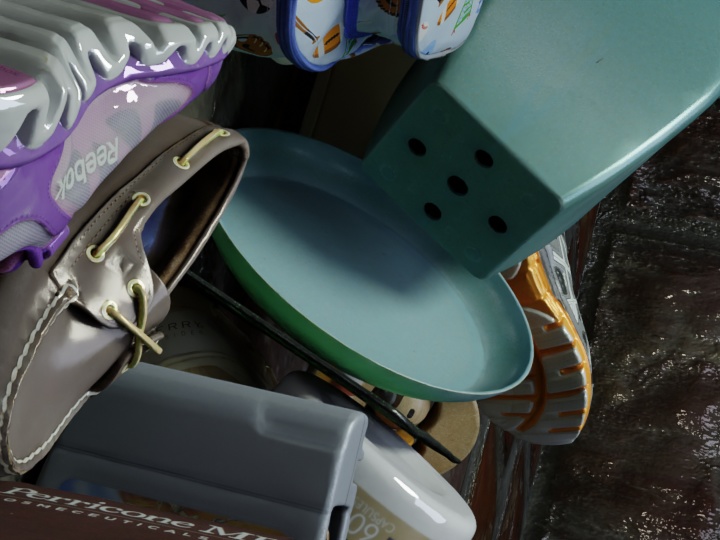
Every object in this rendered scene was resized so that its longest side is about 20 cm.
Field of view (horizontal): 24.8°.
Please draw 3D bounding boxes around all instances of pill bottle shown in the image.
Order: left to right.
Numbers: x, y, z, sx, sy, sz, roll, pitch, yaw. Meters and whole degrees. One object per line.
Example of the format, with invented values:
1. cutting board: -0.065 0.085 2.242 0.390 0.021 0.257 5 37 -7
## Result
1. pill bottle: -0.051 0.153 0.731 0.200 0.111 0.111 -50 168 3

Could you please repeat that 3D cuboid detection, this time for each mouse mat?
1. mouse mat: -0.027 0.042 0.796 0.008 0.161 0.200 -55 165 -5

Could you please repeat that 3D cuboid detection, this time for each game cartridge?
1. game cartridge: -0.081 0.142 0.665 0.042 0.133 0.200 35 67 -74

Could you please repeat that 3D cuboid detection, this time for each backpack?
1. backpack: -0.014 -0.171 0.720 0.190 0.154 0.200 -30 132 -61

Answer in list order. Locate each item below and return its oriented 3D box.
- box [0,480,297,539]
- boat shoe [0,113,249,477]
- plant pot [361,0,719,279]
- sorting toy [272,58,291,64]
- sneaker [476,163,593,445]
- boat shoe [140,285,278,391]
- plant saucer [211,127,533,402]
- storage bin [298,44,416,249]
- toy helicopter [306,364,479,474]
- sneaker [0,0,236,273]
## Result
1. box: -0.100 0.172 0.532 0.200 0.166 0.164 2 97 -78
2. boat shoe: -0.101 0.004 0.641 0.200 0.059 0.072 -67 163 -46
3. plant pot: 0.101 -0.099 0.875 0.200 0.141 0.141 -46 180 -36
4. sorting toy: 0.000 -0.239 0.890 0.200 0.107 0.180 -63 140 -54
5. sneaker: 0.100 0.014 0.980 0.077 0.078 0.200 -51 131 -53
6. boat shoe: -0.069 0.066 0.814 0.200 0.074 0.069 78 -4 -64
7. plant saucer: 0.000 0.000 0.845 0.027 0.200 0.200 -53 180 25
8. storage bin: 0.050 -0.056 1.059 0.199 0.094 0.200 48 49 -49
9. toy helicopter: 0.003 0.040 0.938 0.200 0.132 0.079 55 13 -25
10. sneaker: -0.109 -0.047 0.546 0.200 0.080 0.089 -42 148 -63
